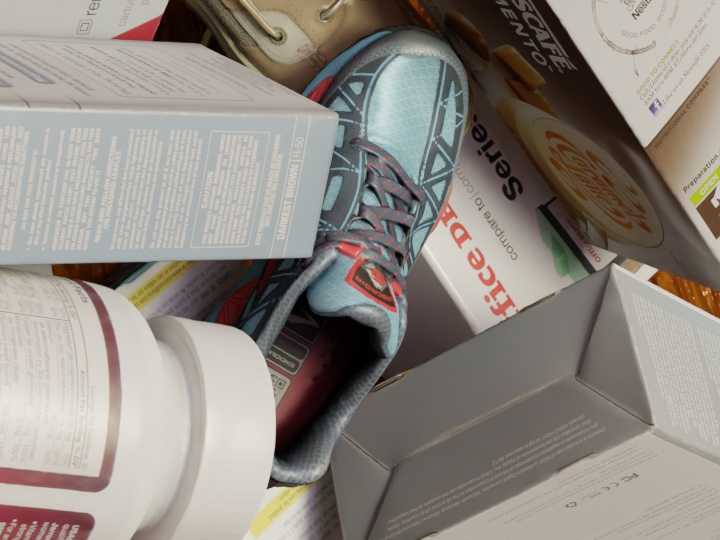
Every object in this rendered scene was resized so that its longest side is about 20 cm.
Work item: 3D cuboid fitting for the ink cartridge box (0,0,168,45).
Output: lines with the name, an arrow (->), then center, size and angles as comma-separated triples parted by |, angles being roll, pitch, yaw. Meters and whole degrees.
ink cartridge box -> -0.178, -0.118, 0.850 | 0.200, 0.146, 0.083 | -6, 50, -34

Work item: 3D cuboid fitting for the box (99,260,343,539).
box -> -0.046, 0.083, 0.960 | 0.082, 0.049, 0.200 | -41, 102, -32

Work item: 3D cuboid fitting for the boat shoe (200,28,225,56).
boat shoe -> -0.030, -0.146, 1.015 | 0.071, 0.063, 0.200 | 21, 67, -26

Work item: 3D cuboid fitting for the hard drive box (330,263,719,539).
hard drive box -> 0.108, 0.089, 0.959 | 0.200, 0.156, 0.077 | 26, 45, -46

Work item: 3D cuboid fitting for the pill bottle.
pill bottle -> -0.138, 0.053, 0.799 | 0.200, 0.109, 0.110 | 9, 74, -32

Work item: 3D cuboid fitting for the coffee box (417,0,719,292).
coffee box -> 0.102, -0.093, 0.920 | 0.080, 0.114, 0.200 | -47, 123, -14

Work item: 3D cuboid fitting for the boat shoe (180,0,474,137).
boat shoe -> -0.028, -0.123, 0.933 | 0.200, 0.065, 0.072 | 41, 57, -5

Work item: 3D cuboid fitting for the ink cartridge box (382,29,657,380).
ink cartridge box -> 0.073, -0.045, 1.047 | 0.200, 0.084, 0.145 | -41, 102, -32

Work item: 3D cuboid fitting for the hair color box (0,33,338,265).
hair color box -> -0.118, -0.046, 0.812 | 0.200, 0.099, 0.061 | -1, 110, -38

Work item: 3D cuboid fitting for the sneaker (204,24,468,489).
sneaker -> 0.000, 0.000, 0.887 | 0.079, 0.095, 0.200 | 23, 90, -25

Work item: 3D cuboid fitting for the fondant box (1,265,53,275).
fondant box -> -0.183, 0.065, 0.869 | 0.144, 0.058, 0.201 | -8, 83, -35
